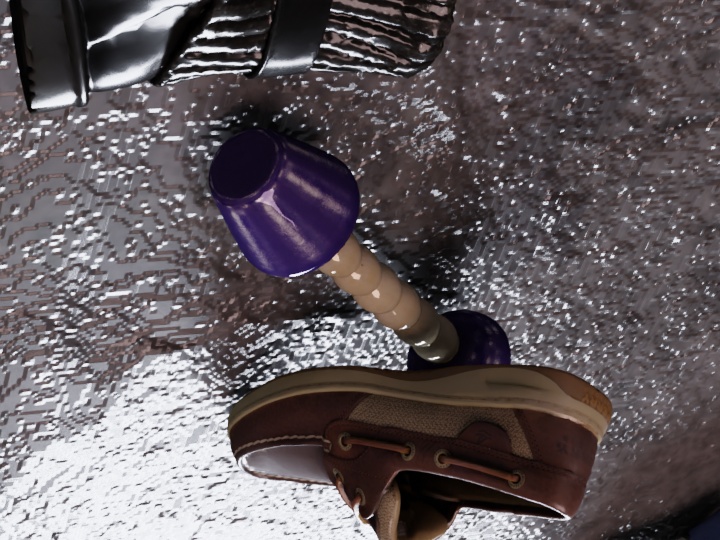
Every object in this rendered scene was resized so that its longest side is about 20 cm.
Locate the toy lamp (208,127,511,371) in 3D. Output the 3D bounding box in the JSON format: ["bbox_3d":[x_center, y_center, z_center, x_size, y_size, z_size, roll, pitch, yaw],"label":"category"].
[{"bbox_3d":[0.000,0.000,0.987,0.058,0.058,0.200,-33,144,11],"label":"toy lamp"}]

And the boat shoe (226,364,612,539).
[{"bbox_3d":[0.017,0.087,1.016,0.199,0.072,0.072,-5,153,36],"label":"boat shoe"}]

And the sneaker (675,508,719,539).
[{"bbox_3d":[0.162,0.218,1.320,0.115,0.081,0.200,-13,134,-9],"label":"sneaker"}]

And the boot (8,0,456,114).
[{"bbox_3d":[-0.041,-0.137,0.779,0.157,0.080,0.211,-8,150,-10],"label":"boot"}]
